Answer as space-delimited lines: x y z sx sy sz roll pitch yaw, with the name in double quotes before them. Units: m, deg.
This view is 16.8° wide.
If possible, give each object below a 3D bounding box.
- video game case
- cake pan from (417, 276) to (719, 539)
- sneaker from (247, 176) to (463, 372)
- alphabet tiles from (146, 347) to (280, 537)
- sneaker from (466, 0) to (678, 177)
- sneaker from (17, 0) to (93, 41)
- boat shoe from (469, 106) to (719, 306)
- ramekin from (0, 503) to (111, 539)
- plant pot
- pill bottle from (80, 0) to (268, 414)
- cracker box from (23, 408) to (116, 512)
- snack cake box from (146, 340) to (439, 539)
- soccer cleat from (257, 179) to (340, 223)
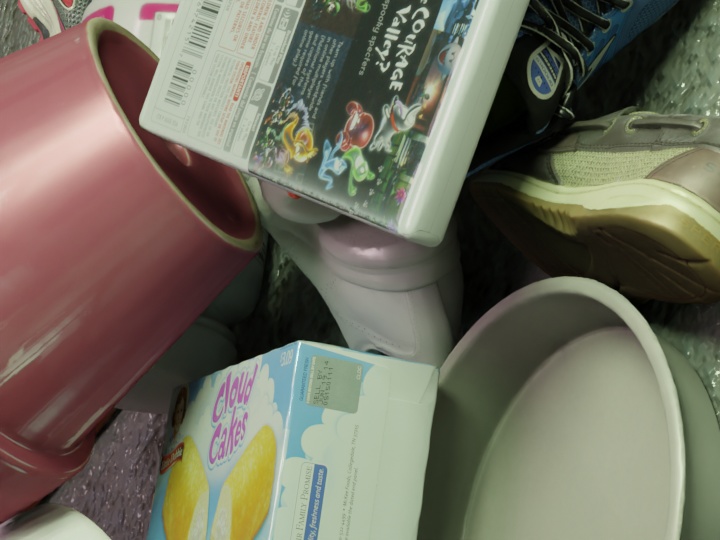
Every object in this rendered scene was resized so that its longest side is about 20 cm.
"video game case" 0.002 -0.127 0.964 0.181 0.023 0.201 24 94 47
"cake pan" 0.076 0.104 0.967 0.200 0.037 0.201 -34 48 49
"sneaker" 0.000 0.000 1.126 0.200 0.075 0.089 -130 22 -68
"alphabet tiles" -0.069 0.140 1.229 0.167 0.008 0.201 -14 64 57
"sneaker" 0.077 -0.094 0.969 0.200 0.079 0.089 -42 23 9
"sneaker" -0.154 -0.155 1.451 0.075 0.080 0.201 -33 55 30
"boat shoe" 0.106 -0.030 0.957 0.066 0.072 0.201 -49 15 -9
"ramekin" -0.136 0.206 1.132 0.201 0.097 0.201 47 155 29
"plant pot" -0.151 -0.012 1.099 0.179 0.200 0.200 -35 42 14
"pill bottle" -0.102 -0.034 1.256 0.113 0.113 0.201 -19 59 55
"cracker box" -0.198 0.024 1.451 0.134 0.057 0.201 -49 38 36
"snack cake box" -0.036 0.102 1.079 0.200 0.067 0.116 156 123 -68
"soccer cleat" -0.002 -0.118 1.043 0.078 0.069 0.201 41 113 60
